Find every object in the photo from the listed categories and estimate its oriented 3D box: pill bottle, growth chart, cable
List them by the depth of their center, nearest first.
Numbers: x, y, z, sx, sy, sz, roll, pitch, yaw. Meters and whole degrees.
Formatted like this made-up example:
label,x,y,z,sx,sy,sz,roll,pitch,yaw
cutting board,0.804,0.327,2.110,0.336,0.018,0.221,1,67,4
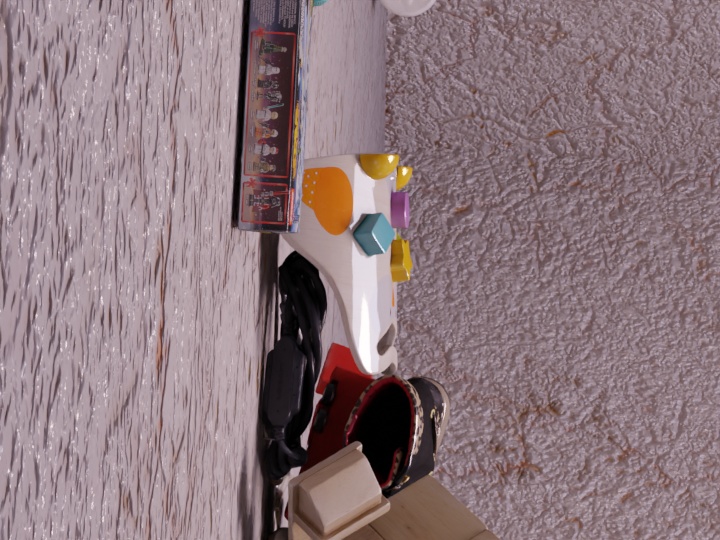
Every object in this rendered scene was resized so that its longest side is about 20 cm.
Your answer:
label,x,y,z,sx,sy,sz,roll,pitch,yaw
cable,-0.054,0.081,1.869,0.163,0.050,0.201,84,9,-76
growth chart,-0.076,0.265,1.971,0.145,0.018,0.201,39,54,-88
pill bottle,0.081,-0.486,3.547,0.200,0.112,0.113,-76,169,-77

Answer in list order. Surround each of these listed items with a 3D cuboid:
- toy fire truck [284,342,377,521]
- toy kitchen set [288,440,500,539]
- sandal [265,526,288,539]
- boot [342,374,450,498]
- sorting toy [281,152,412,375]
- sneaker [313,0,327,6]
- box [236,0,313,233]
label,x,y,z,sx,sy,sz,roll,pitch,yaw
toy fire truck,-0.027,0.153,1.962,0.141,0.049,0.201,119,-11,-69
toy kitchen set,0.032,0.251,1.681,0.180,0.199,0.164,40,-35,35
sandal,-0.035,0.290,1.829,0.055,0.082,0.200,-49,-154,21
boot,0.022,0.183,1.837,0.151,0.073,0.201,37,70,-76
sorting toy,0.000,0.000,1.796,0.200,0.106,0.181,16,64,-82
sneaker,-0.025,-0.298,1.688,0.078,0.079,0.201,89,6,-64
box,-0.061,-0.127,1.546,0.137,0.040,0.201,-12,106,-89
